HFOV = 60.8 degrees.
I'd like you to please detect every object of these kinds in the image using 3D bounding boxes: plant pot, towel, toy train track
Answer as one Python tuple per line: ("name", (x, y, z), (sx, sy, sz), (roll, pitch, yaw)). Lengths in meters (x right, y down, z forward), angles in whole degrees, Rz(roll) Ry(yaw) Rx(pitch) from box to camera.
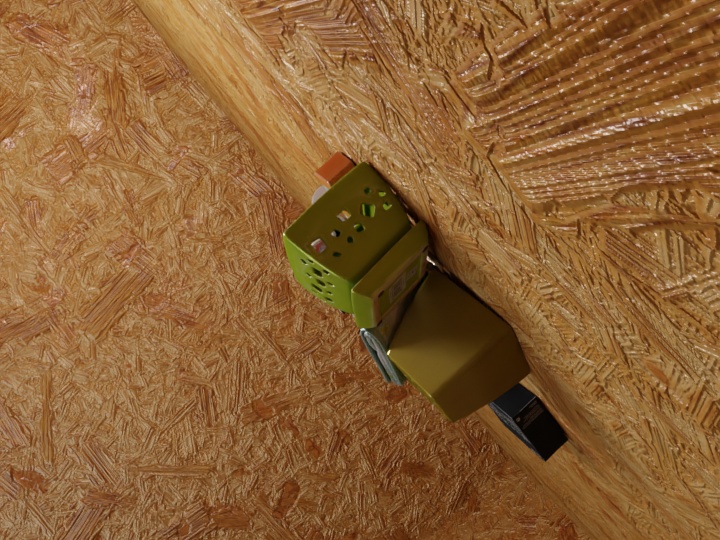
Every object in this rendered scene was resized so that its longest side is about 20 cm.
("plant pot", (0.005, -0.027, 1.063), (0.181, 0.199, 0.201), (41, 164, 18))
("towel", (0.078, 0.110, 1.202), (0.048, 0.172, 0.201), (12, 146, 32))
("toy train track", (0.126, -0.007, 1.200), (0.115, 0.032, 0.200), (45, 175, 47))
("plant pot", (0.168, 0.156, 1.138), (0.200, 0.176, 0.200), (40, 173, 39))

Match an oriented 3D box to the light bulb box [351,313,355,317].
("light bulb box", (0.034, 0.045, 1.644), (0.201, 0.124, 0.199), (50, -161, -18))

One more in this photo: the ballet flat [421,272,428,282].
("ballet flat", (0.107, 0.018, 1.279), (0.201, 0.072, 0.072), (50, 176, -9))

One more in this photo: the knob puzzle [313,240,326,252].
("knob puzzle", (-0.035, -0.059, 1.446), (0.031, 0.218, 0.220), (63, -178, 23))

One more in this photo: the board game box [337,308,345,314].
("board game box", (0.000, 0.000, 1.451), (0.019, 0.200, 0.103), (34, 167, 50))

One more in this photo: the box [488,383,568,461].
("box", (0.361, 0.322, 1.401), (0.142, 0.079, 0.200), (53, 175, -17))

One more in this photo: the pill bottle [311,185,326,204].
("pill bottle", (-0.051, -0.126, 1.470), (0.111, 0.111, 0.200), (47, 176, 21))

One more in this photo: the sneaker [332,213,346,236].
("sneaker", (-0.035, -0.050, 1.327), (0.202, 0.072, 0.115), (63, 175, -35))

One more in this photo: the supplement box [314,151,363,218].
("supplement box", (-0.006, -0.135, 1.215), (0.069, 0.066, 0.200), (42, 172, 47))
